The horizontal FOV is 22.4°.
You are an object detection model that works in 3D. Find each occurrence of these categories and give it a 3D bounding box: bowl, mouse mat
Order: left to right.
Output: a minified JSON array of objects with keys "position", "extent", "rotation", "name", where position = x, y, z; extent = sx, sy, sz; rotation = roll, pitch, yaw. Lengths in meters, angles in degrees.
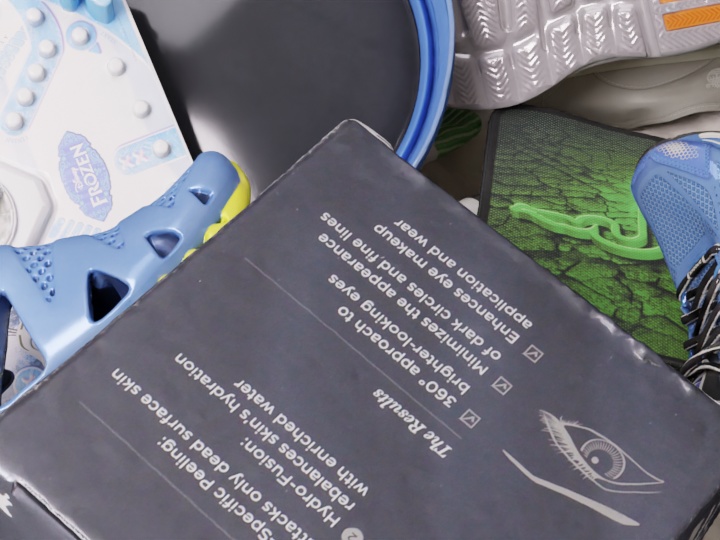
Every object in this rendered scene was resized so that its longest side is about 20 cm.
[{"position":[-0.056,-0.097,0.818],"extent":[0.199,0.039,0.203],"rotation":[0,81,3],"name":"bowl"},{"position":[0.148,-0.009,0.801],"extent":[0.198,0.008,0.162],"rotation":[13,40,-2],"name":"mouse mat"}]

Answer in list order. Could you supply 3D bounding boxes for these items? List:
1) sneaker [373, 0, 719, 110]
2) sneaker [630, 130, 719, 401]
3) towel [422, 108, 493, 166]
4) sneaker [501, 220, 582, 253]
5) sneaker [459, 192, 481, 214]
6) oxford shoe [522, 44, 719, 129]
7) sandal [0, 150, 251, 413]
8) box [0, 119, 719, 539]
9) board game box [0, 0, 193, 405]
[{"position":[0.094,-0.130,0.885],"extent":[0.198,0.078,0.112],"rotation":[-4,15,10],"name":"sneaker"},{"position":[0.153,0.030,0.700],"extent":[0.088,0.079,0.201],"rotation":[-13,58,-22],"name":"sneaker"},{"position":[-0.034,-0.072,0.952],"extent":[0.152,0.024,0.199],"rotation":[15,25,32],"name":"towel"},{"position":[0.042,0.057,0.786],"extent":[0.199,0.079,0.095],"rotation":[-35,60,-20],"name":"sneaker"},{"position":[0.000,0.000,0.846],"extent":[0.199,0.074,0.088],"rotation":[-32,53,-20],"name":"sneaker"},{"position":[0.111,-0.100,0.949],"extent":[0.198,0.058,0.075],"rotation":[-4,28,8],"name":"oxford shoe"},{"position":[-0.124,0.020,0.702],"extent":[0.087,0.080,0.200],"rotation":[45,75,3],"name":"sandal"},{"position":[0.000,0.087,0.652],"extent":[0.196,0.118,0.200],"rotation":[38,59,17],"name":"box"},{"position":[-0.165,-0.021,0.759],"extent":[0.199,0.026,0.201],"rotation":[-22,81,-12],"name":"board game box"}]
